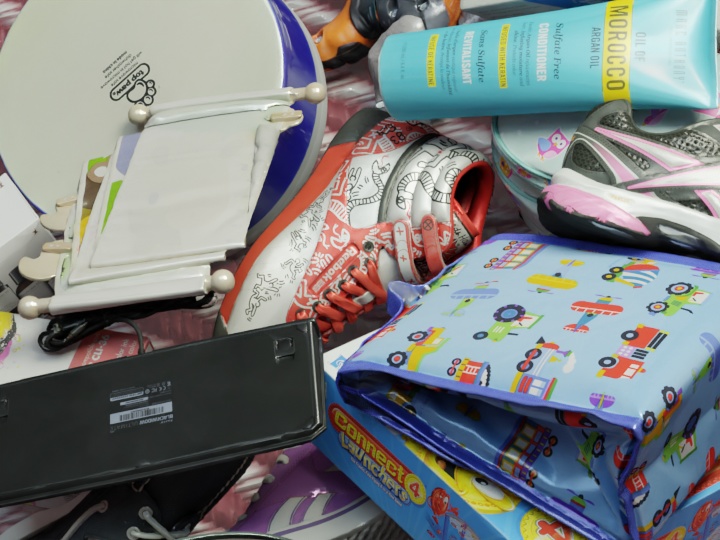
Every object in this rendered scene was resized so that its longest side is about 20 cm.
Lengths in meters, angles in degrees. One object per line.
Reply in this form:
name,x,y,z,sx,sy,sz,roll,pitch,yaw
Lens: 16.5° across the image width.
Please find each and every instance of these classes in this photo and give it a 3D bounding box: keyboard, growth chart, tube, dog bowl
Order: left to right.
keyboard,-0.117,0.061,1.346,0.199,0.021,0.127,-12,54,9
dog bowl,-0.126,-0.105,1.549,0.200,0.079,0.201,-5,75,18
growth chart,-0.111,-0.043,1.421,0.144,0.018,0.200,-2,40,21
tube,0.110,-0.119,1.420,0.199,0.050,0.078,-4,77,25

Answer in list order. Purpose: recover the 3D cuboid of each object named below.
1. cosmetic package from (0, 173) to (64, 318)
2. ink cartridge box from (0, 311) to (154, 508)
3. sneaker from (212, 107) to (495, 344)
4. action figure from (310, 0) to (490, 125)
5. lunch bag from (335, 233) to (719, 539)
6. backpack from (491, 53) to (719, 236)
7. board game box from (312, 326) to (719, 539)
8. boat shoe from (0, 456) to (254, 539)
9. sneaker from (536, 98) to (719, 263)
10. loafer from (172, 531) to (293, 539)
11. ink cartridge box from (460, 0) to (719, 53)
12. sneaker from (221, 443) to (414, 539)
cosmetic package,-0.269,0.035,1.500,0.200,0.083,0.051,-37,53,-4
ink cartridge box,-0.208,0.079,1.446,0.199,0.117,0.068,9,57,20
sneaker,0.000,-0.001,1.468,0.108,0.067,0.202,21,71,35
action figure,0.009,-0.149,1.584,0.193,0.105,0.200,6,53,29
lunch bag,0.095,0.043,1.306,0.200,0.094,0.151,21,42,28
backpack,0.175,-0.064,1.459,0.200,0.127,0.167,24,65,32
board game box,0.105,0.090,1.353,0.200,0.056,0.196,-23,49,-34
boat shoe,-0.128,0.144,1.374,0.200,0.076,0.060,-41,41,24
sneaker,0.201,-0.040,1.335,0.200,0.080,0.087,19,78,5
loafer,-0.024,0.181,1.298,0.199,0.063,0.072,12,89,-14
ink cartridge box,0.171,-0.172,1.513,0.116,0.200,0.067,-4,77,47
sneaker,-0.039,0.132,1.397,0.200,0.073,0.114,-25,50,-21
